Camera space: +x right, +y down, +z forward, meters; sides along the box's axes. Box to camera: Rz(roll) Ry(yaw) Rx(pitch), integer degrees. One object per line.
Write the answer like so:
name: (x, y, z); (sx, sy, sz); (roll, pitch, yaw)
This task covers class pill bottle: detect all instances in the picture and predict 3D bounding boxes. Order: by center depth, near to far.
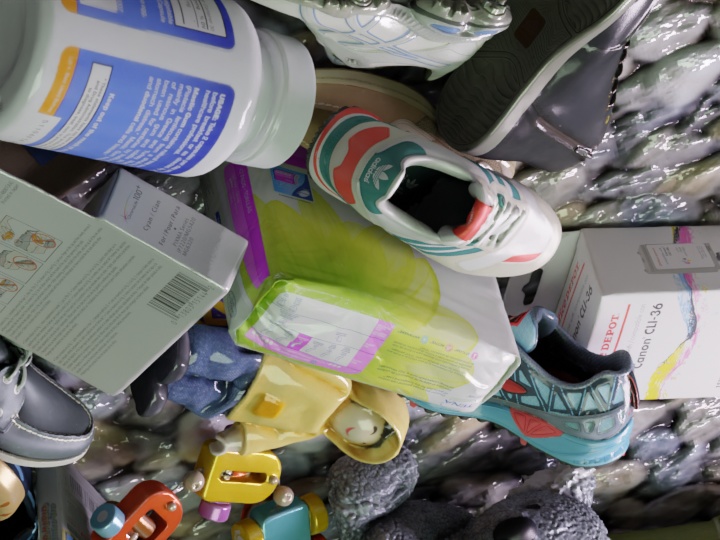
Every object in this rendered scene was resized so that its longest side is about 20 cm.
pill bottle: (-0.129, -0.116, 1.530); (0.199, 0.112, 0.112); (11, 133, -37)

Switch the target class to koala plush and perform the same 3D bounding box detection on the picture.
koala plush: (0.095, 0.219, 1.942); (0.199, 0.178, 0.184); (-16, 150, 1)

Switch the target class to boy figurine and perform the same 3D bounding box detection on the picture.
boy figurine: (-0.058, 0.087, 1.786); (0.199, 0.065, 0.124); (19, 126, -28)

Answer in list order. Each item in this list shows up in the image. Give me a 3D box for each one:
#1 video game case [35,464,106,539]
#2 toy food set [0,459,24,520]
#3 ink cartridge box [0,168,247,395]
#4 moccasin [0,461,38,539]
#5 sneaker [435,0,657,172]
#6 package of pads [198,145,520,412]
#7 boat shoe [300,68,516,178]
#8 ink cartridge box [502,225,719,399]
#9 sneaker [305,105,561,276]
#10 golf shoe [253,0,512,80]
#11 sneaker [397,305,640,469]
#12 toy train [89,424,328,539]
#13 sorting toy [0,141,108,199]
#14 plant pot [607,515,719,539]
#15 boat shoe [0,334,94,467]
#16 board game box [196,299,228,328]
video game case: (-0.174, 0.253, 1.879); (0.023, 0.183, 0.200); (-21, 138, 12)
toy food set: (-0.325, 0.116, 1.731); (0.200, 0.049, 0.198); (31, 150, -20)
ink cartridge box: (-0.188, -0.007, 1.633); (0.176, 0.045, 0.200); (29, 148, -14)
moccasin: (-0.267, 0.173, 1.852); (0.080, 0.068, 0.201); (-9, 138, -7)
sneaker: (0.142, -0.146, 1.635); (0.106, 0.075, 0.200); (13, 129, -49)
package of pads: (0.000, 0.000, 1.675); (0.199, 0.155, 0.068); (17, 129, -31)
boat shoe: (0.020, -0.073, 1.654); (0.199, 0.065, 0.071); (18, 154, -33)
ink cartridge box: (0.202, 0.031, 1.831); (0.199, 0.068, 0.117); (-2, 137, -14)
sneaker: (0.060, -0.032, 1.605); (0.199, 0.093, 0.071); (26, 98, -38)
golf shoe: (-0.011, -0.154, 1.570); (0.199, 0.079, 0.097); (12, 139, -24)
sneaker: (0.100, 0.054, 1.790); (0.199, 0.079, 0.096); (20, 126, 9)
toy train: (-0.111, 0.186, 1.894); (0.150, 0.056, 0.200); (-51, 132, -3)
sorting toy: (-0.249, -0.092, 1.594); (0.185, 0.037, 0.200); (-35, 134, 22)
plant pot: (0.226, 0.275, 2.033); (0.189, 0.201, 0.201); (2, 137, 0)
boat shoe: (-0.249, 0.070, 1.745); (0.200, 0.073, 0.062); (30, 126, -32)
board game box: (-0.081, 0.040, 1.794); (0.095, 0.030, 0.200); (-30, 134, 16)
